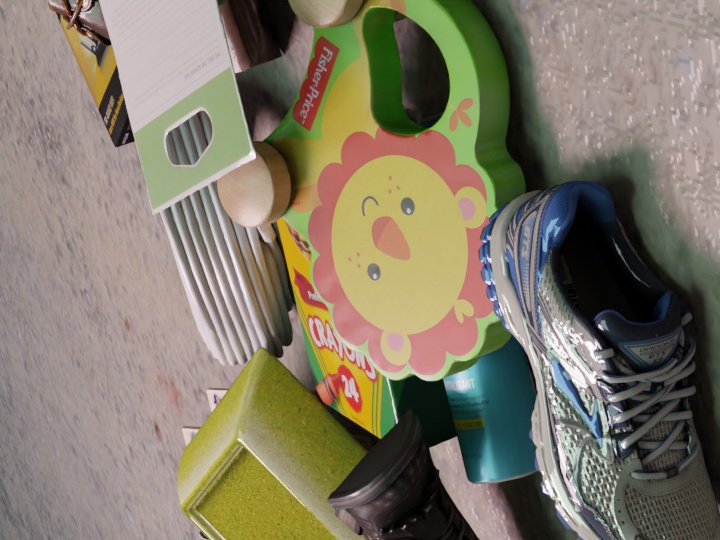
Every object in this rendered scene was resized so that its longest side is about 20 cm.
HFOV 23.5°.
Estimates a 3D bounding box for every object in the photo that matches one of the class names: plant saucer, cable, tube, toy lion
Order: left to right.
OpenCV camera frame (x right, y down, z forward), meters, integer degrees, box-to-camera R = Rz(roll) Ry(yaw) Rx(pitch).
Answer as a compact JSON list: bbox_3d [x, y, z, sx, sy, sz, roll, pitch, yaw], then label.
[{"bbox_3d":[-0.101,-0.028,1.202,0.200,0.069,0.201,-117,12,-55],"label":"cable"},{"bbox_3d":[-0.044,0.176,1.201,0.200,0.048,0.200,45,145,5],"label":"plant saucer"},{"bbox_3d":[0.022,-0.051,0.911,0.191,0.068,0.201,39,123,29],"label":"toy lion"},{"bbox_3d":[0.059,0.014,0.956,0.077,0.050,0.201,-11,94,57],"label":"tube"}]

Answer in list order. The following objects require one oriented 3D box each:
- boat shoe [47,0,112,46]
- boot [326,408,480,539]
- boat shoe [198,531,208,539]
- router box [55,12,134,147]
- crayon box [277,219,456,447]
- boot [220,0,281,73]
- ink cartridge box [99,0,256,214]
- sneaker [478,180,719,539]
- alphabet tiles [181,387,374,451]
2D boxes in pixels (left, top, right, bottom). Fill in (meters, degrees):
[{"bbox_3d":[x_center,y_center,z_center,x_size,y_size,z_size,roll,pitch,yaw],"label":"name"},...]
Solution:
[{"bbox_3d":[-0.177,-0.189,1.157,0.200,0.070,0.071,52,157,33],"label":"boat shoe"},{"bbox_3d":[0.066,0.169,0.981,0.174,0.069,0.200,43,170,10],"label":"boot"},{"bbox_3d":[-0.107,0.221,1.479,0.063,0.072,0.200,62,162,10],"label":"boat shoe"},{"bbox_3d":[-0.178,-0.205,1.303,0.158,0.052,0.200,65,157,12],"label":"router box"},{"bbox_3d":[0.000,0.000,1.066,0.127,0.051,0.201,24,130,61],"label":"crayon box"},{"bbox_3d":[-0.113,-0.231,1.125,0.187,0.064,0.201,-103,-13,-64],"label":"boot"},{"bbox_3d":[-0.097,-0.146,0.964,0.145,0.048,0.201,-21,85,59],"label":"ink cartridge box"},{"bbox_3d":[0.119,0.050,0.803,0.201,0.077,0.085,66,154,8],"label":"sneaker"},{"bbox_3d":[-0.050,0.178,1.274,0.165,0.006,0.201,0,113,31],"label":"alphabet tiles"}]
